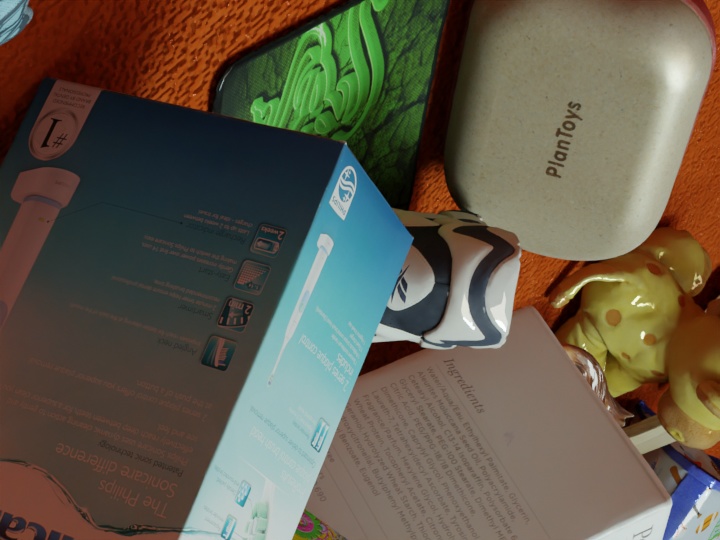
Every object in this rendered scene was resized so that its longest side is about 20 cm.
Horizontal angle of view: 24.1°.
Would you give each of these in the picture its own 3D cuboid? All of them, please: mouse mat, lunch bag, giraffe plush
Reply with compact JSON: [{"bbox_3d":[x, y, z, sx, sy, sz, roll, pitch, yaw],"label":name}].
[{"bbox_3d":[-0.019,-0.056,0.863,0.160,0.008,0.201,-33,148,-32],"label":"mouse mat"},{"bbox_3d":[0.244,0.223,1.460,0.171,0.123,0.200,-56,179,6],"label":"lunch bag"},{"bbox_3d":[0.240,0.059,1.253,0.172,0.162,0.201,-39,153,-22],"label":"giraffe plush"}]

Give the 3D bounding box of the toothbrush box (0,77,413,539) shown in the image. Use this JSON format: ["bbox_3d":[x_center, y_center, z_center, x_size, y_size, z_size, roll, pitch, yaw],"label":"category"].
[{"bbox_3d":[-0.088,0.042,0.642,0.201,0.145,0.085,-68,152,-17],"label":"toothbrush box"}]

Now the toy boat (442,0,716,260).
[{"bbox_3d":[0.121,-0.105,0.924,0.201,0.130,0.131,101,9,-45],"label":"toy boat"}]

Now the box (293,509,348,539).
[{"bbox_3d":[-0.123,0.214,0.812,0.193,0.122,0.200,-56,180,28],"label":"box"}]

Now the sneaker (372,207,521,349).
[{"bbox_3d":[0.000,0.000,0.889,0.199,0.128,0.080,-137,-123,-79],"label":"sneaker"}]

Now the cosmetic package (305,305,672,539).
[{"bbox_3d":[0.057,0.160,1.035,0.199,0.165,0.165,-22,145,-16],"label":"cosmetic package"}]

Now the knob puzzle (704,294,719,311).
[{"bbox_3d":[0.339,0.042,1.546,0.219,0.030,0.220,-38,152,-24],"label":"knob puzzle"}]

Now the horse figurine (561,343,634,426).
[{"bbox_3d":[0.099,0.098,1.181,0.199,0.050,0.133,-19,124,-23],"label":"horse figurine"}]

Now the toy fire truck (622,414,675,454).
[{"bbox_3d":[0.157,0.174,1.344,0.201,0.128,0.176,-60,155,-6],"label":"toy fire truck"}]

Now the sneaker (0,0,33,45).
[{"bbox_3d":[-0.123,-0.142,0.523,0.095,0.079,0.201,-35,160,-48],"label":"sneaker"}]
